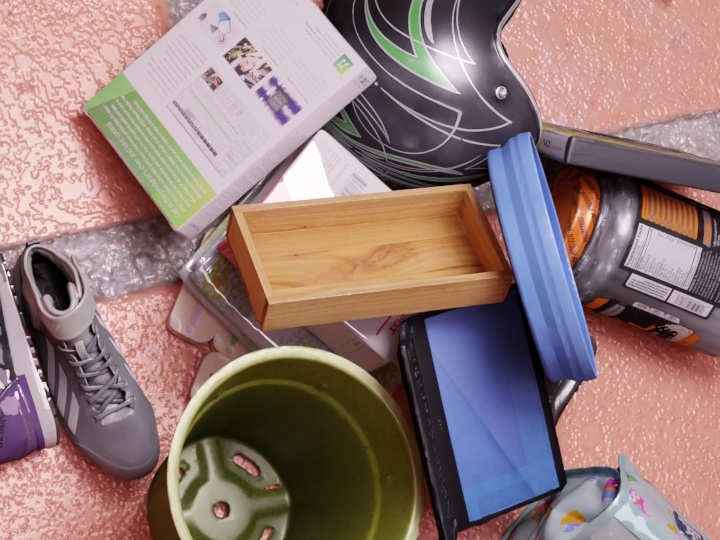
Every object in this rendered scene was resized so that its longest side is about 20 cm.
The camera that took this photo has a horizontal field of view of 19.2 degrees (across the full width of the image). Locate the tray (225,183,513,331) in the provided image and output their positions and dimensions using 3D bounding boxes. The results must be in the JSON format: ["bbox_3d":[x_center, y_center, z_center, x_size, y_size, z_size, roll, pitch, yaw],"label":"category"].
[{"bbox_3d":[0.007,-0.011,1.622,0.199,0.037,0.099,-6,50,-22],"label":"tray"}]

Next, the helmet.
[{"bbox_3d":[0.055,-0.161,1.756,0.199,0.200,0.191,17,64,-18],"label":"helmet"}]

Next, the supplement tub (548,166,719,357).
[{"bbox_3d":[0.252,-0.010,1.839,0.199,0.122,0.123,21,70,-16],"label":"supplement tub"}]

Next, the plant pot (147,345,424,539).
[{"bbox_3d":[-0.078,0.172,1.620,0.199,0.190,0.201,5,76,-21],"label":"plant pot"}]

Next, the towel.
[{"bbox_3d":[-0.029,0.011,1.745,0.200,0.048,0.171,44,66,-7],"label":"towel"}]

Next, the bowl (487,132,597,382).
[{"bbox_3d":[0.141,-0.008,1.667,0.039,0.201,0.201,-15,83,7],"label":"bowl"}]

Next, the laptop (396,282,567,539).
[{"bbox_3d":[0.097,0.116,1.628,0.103,0.200,0.178,-13,96,4],"label":"laptop"}]

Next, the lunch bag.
[{"bbox_3d":[0.223,0.244,1.723,0.170,0.200,0.122,44,66,-7],"label":"lunch bag"}]

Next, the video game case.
[{"bbox_3d":[0.230,-0.097,1.821,0.199,0.181,0.026,10,97,-20],"label":"video game case"}]

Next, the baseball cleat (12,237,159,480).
[{"bbox_3d":[-0.216,0.070,1.634,0.070,0.106,0.200,-30,85,-12],"label":"baseball cleat"}]

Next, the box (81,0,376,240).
[{"bbox_3d":[-0.106,-0.141,1.691,0.200,0.036,0.144,-40,67,3],"label":"box"}]

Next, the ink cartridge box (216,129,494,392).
[{"bbox_3d":[0.000,0.000,1.696,0.200,0.067,0.117,42,67,-8],"label":"ink cartridge box"}]

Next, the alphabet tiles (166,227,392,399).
[{"bbox_3d":[-0.056,0.048,1.755,0.200,0.015,0.196,27,66,-15],"label":"alphabet tiles"}]

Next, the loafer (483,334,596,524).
[{"bbox_3d":[0.126,0.125,1.790,0.071,0.073,0.200,32,62,-2],"label":"loafer"}]

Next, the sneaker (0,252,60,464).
[{"bbox_3d":[-0.302,0.052,1.622,0.087,0.076,0.201,-19,85,-19],"label":"sneaker"}]
